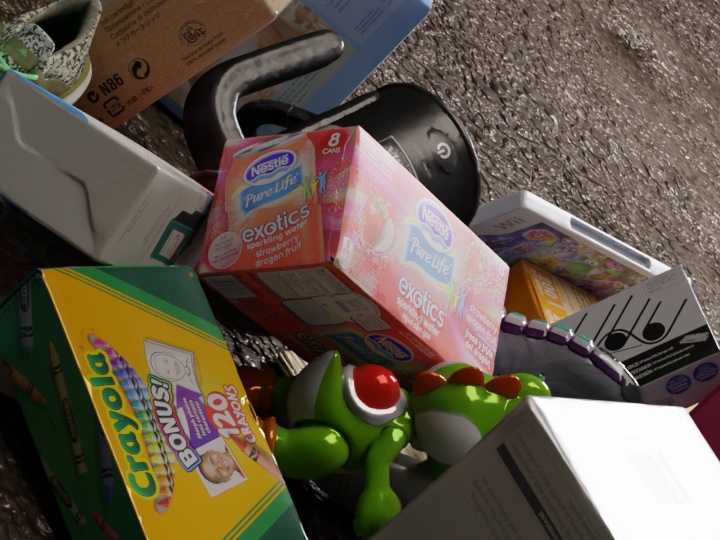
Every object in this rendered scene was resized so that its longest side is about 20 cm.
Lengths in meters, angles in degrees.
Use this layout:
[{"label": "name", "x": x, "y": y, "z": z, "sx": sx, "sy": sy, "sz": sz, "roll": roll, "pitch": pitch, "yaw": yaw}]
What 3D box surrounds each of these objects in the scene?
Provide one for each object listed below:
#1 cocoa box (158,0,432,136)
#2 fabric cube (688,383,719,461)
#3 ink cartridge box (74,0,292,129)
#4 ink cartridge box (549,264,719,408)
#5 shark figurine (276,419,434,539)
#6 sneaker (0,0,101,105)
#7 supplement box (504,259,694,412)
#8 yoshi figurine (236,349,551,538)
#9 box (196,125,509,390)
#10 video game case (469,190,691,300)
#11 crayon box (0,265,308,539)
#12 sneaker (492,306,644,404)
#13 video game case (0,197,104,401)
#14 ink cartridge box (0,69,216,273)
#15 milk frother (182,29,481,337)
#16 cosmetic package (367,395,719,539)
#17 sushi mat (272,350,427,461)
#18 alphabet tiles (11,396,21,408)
[{"label": "cocoa box", "x": -0.052, "y": -0.191, "z": 1.870, "sx": 0.133, "sy": 0.200, "sz": 0.131, "roll": 40, "pitch": 24, "yaw": -13}, {"label": "fabric cube", "x": 0.281, "y": 0.206, "z": 1.768, "sx": 0.196, "sy": 0.199, "sz": 0.200, "roll": 54, "pitch": 25, "yaw": 19}, {"label": "ink cartridge box", "x": -0.133, "y": -0.168, "z": 1.687, "sx": 0.075, "sy": 0.200, "sz": 0.165, "roll": 53, "pitch": 21, "yaw": -11}, {"label": "ink cartridge box", "x": 0.155, "y": 0.079, "z": 1.769, "sx": 0.044, "sy": 0.199, "sz": 0.094, "roll": 59, "pitch": 9, "yaw": -42}, {"label": "shark figurine", "x": 0.060, "y": 0.130, "z": 1.633, "sx": 0.214, "sy": 0.090, "sz": 0.128, "roll": 3, "pitch": 49, "yaw": -42}, {"label": "sneaker", "x": -0.221, "y": -0.115, "z": 1.513, "sx": 0.077, "sy": 0.089, "sz": 0.200, "roll": 38, "pitch": 44, "yaw": 0}, {"label": "supplement box", "x": 0.186, "y": 0.087, "z": 1.960, "sx": 0.200, "sy": 0.074, "sz": 0.126, "roll": 25, "pitch": 33, "yaw": -39}, {"label": "yoshi figurine", "x": 0.019, "y": 0.107, "z": 1.538, "sx": 0.112, "sy": 0.199, "sz": 0.113, "roll": 68, "pitch": 19, "yaw": -84}, {"label": "box", "x": 0.000, "y": 0.000, "z": 1.547, "sx": 0.200, "sy": 0.102, "sz": 0.095, "roll": 40, "pitch": 54, "yaw": -49}, {"label": "video game case", "x": 0.142, "y": -0.001, "z": 1.963, "sx": 0.200, "sy": 0.143, "sz": 0.018, "roll": 26, "pitch": 57, "yaw": -38}, {"label": "crayon box", "x": -0.117, "y": 0.096, "z": 1.406, "sx": 0.119, "sy": 0.058, "sz": 0.200, "roll": -1, "pitch": 60, "yaw": -47}, {"label": "sneaker", "x": 0.086, "y": 0.071, "z": 1.652, "sx": 0.200, "sy": 0.075, "sz": 0.088, "roll": 26, "pitch": 59, "yaw": 24}, {"label": "video game case", "x": -0.199, "y": 0.017, "z": 1.494, "sx": 0.200, "sy": 0.023, "sz": 0.182, "roll": 32, "pitch": 25, "yaw": -24}, {"label": "ink cartridge box", "x": -0.151, "y": -0.046, "z": 1.520, "sx": 0.116, "sy": 0.067, "sz": 0.200, "roll": 33, "pitch": 1, "yaw": 16}, {"label": "milk frother", "x": -0.057, "y": -0.047, "z": 1.734, "sx": 0.188, "sy": 0.200, "sz": 0.181, "roll": -26, "pitch": 75, "yaw": -39}, {"label": "cosmetic package", "x": 0.112, "y": 0.186, "z": 1.515, "sx": 0.199, "sy": 0.200, "sz": 0.123, "roll": 7, "pitch": 46, "yaw": -55}, {"label": "sushi mat", "x": 0.020, "y": 0.130, "z": 1.693, "sx": 0.200, "sy": 0.012, "sz": 0.096, "roll": 54, "pitch": 25, "yaw": 21}, {"label": "alphabet tiles", "x": -0.125, "y": 0.106, "z": 1.500, "sx": 0.200, "sy": 0.006, "sz": 0.166, "roll": 49, "pitch": 23, "yaw": 10}]
